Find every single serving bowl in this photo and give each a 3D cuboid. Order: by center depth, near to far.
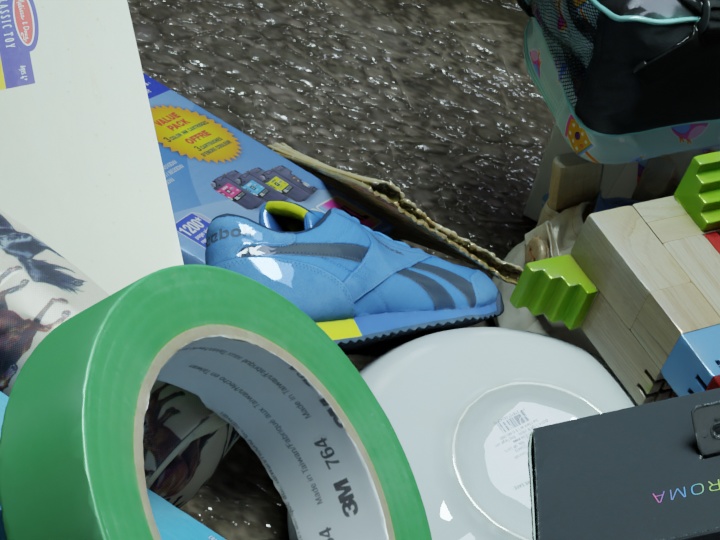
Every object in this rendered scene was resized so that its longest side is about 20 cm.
[{"bbox_3d":[0.071,0.101,1.094,0.200,0.066,0.200,9,51,-11],"label":"serving bowl"}]

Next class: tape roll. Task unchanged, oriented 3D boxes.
[{"bbox_3d":[-0.050,0.098,0.961,0.200,0.048,0.201,34,41,-37],"label":"tape roll"}]

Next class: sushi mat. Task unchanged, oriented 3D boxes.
[{"bbox_3d":[0.015,-0.031,1.294,0.096,0.012,0.200,34,-3,-19],"label":"sushi mat"}]

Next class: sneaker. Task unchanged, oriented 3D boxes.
[{"bbox_3d":[0.000,0.000,1.154,0.200,0.066,0.079,-4,75,-55],"label":"sneaker"}]

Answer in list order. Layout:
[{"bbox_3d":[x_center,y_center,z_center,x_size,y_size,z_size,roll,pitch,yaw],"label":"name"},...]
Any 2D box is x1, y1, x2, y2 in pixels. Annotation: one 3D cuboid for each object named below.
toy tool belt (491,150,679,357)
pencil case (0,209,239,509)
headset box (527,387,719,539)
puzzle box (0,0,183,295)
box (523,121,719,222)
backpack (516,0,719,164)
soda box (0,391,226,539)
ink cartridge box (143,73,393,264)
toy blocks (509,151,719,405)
[{"bbox_3d":[0.174,0.003,1.346,0.200,0.123,0.125,12,30,-20],"label":"toy tool belt"},{"bbox_3d":[-0.147,0.035,1.072,0.200,0.090,0.078,37,34,11],"label":"pencil case"},{"bbox_3d":[0.169,0.136,0.970,0.174,0.200,0.093,-14,30,11],"label":"headset box"},{"bbox_3d":[-0.163,-0.064,1.174,0.133,0.025,0.200,-11,64,-4],"label":"puzzle box"},{"bbox_3d":[0.202,-0.043,1.411,0.200,0.156,0.041,30,54,11],"label":"box"},{"bbox_3d":[0.159,-0.161,1.296,0.176,0.153,0.200,-11,57,-16],"label":"backpack"},{"bbox_3d":[-0.157,0.095,1.012,0.200,0.064,0.068,31,29,15],"label":"soda box"},{"bbox_3d":[-0.104,-0.025,1.244,0.200,0.076,0.136,30,29,15],"label":"ink cartridge box"},{"bbox_3d":[0.189,0.026,1.133,0.200,0.100,0.137,-11,52,-32],"label":"toy blocks"}]
